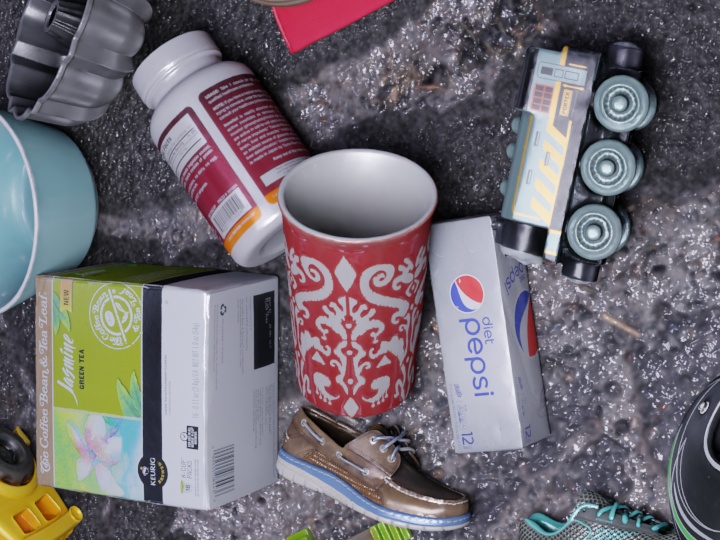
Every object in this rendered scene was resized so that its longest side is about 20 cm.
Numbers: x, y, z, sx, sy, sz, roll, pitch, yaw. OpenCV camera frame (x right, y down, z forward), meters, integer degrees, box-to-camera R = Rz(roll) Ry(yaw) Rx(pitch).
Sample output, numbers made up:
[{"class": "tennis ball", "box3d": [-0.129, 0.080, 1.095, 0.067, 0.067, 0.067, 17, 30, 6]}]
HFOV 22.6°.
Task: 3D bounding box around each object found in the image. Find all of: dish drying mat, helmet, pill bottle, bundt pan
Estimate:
[{"class": "dish drying mat", "box3d": [0.003, -0.269, 1.603, 0.199, 0.018, 0.078, -24, 85, 28]}, {"class": "helmet", "box3d": [0.328, 0.169, 1.385, 0.201, 0.199, 0.191, -55, 38, 21]}, {"class": "pill bottle", "box3d": [-0.118, -0.113, 1.631, 0.113, 0.113, 0.201, -40, 77, 25]}, {"class": "bundt pan", "box3d": [-0.253, -0.223, 1.668, 0.202, 0.075, 0.204, -42, 38, 44]}]

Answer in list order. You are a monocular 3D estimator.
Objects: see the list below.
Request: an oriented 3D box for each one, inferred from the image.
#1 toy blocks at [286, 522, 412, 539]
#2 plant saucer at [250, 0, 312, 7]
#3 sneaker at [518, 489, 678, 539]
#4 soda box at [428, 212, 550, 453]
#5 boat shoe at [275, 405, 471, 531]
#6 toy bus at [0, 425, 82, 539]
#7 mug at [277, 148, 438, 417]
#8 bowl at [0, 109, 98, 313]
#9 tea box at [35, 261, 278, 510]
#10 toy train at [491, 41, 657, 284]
[{"class": "toy blocks", "box3d": [-0.059, 0.294, 1.632, 0.199, 0.136, 0.101, -29, 82, 27]}, {"class": "plant saucer", "box3d": [-0.071, -0.339, 1.618, 0.198, 0.029, 0.203, 0, 90, 31]}, {"class": "sneaker", "box3d": [0.215, 0.227, 1.519, 0.198, 0.077, 0.092, -19, 83, 27]}, {"class": "soda box", "box3d": [0.110, 0.053, 1.557, 0.068, 0.063, 0.202, -8, 92, 29]}, {"class": "boat shoe", "box3d": [0.012, 0.176, 1.618, 0.198, 0.072, 0.073, 16, 102, 25]}, {"class": "toy bus", "box3d": [-0.365, 0.274, 1.764, 0.192, 0.200, 0.136, 48, 115, 6]}, {"class": "mug", "box3d": [0.008, 0.005, 1.559, 0.132, 0.178, 0.202, 20, 131, 24]}, {"class": "bowl", "box3d": [-0.327, -0.063, 1.735, 0.200, 0.104, 0.203, 9, 103, 44]}, {"class": "tea box", "box3d": [-0.189, 0.102, 1.681, 0.195, 0.133, 0.203, 4, 98, 28]}, {"class": "toy train", "box3d": [0.176, -0.094, 1.487, 0.113, 0.085, 0.202, 13, 100, 15]}]
